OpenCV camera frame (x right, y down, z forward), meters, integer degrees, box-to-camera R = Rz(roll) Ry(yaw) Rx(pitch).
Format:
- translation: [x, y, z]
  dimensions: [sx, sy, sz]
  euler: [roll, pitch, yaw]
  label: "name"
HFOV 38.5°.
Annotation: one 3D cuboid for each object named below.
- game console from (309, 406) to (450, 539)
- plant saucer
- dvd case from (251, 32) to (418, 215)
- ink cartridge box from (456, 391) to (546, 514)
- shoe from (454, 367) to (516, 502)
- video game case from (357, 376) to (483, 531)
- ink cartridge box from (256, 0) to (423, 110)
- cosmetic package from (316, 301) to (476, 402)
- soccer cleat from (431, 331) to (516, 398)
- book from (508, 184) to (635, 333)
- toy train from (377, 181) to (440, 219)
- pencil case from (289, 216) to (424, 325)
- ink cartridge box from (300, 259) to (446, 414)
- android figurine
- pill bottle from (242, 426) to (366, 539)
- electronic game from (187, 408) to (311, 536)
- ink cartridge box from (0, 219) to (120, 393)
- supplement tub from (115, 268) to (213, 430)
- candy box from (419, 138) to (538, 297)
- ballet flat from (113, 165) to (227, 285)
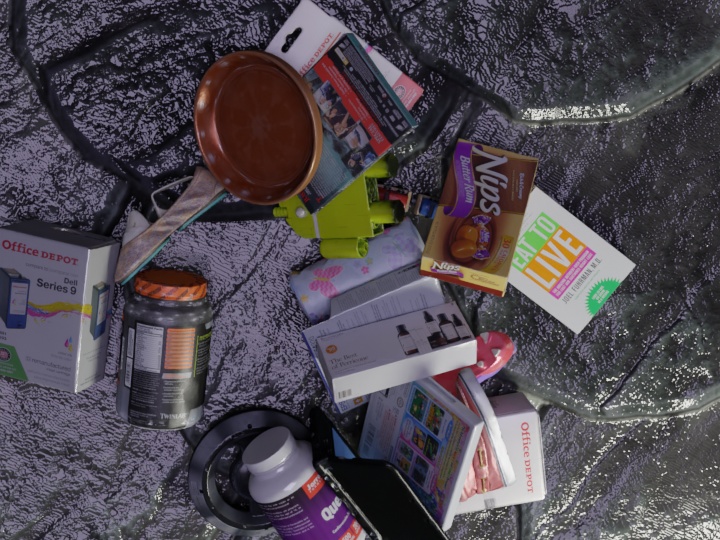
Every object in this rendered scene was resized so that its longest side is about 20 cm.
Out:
- translation: [0.027, 0.286, 1.432]
  dimensions: [0.116, 0.176, 0.200]
  euler: [-26, 123, 11]
  label: "game console"
- translation: [-0.132, -0.186, 1.343]
  dimensions: [0.200, 0.032, 0.201]
  euler: [11, 112, 30]
  label: "plant saucer"
- translation: [-0.037, -0.183, 1.317]
  dimensions: [0.200, 0.022, 0.146]
  euler: [-39, 84, 33]
  label: "dvd case"
- translation: [0.162, 0.273, 1.522]
  dimensions: [0.199, 0.083, 0.147]
  euler: [-9, 104, -4]
  label: "ink cartridge box"
- translation: [0.145, 0.232, 1.421]
  dimensions: [0.091, 0.072, 0.201]
  euler: [-23, 117, -2]
  label: "shoe"
- translation: [0.077, 0.232, 1.423]
  dimensions: [0.024, 0.182, 0.201]
  euler: [-19, 134, -39]
  label: "video game case"
- translation: [-0.031, -0.259, 1.379]
  dimensions: [0.200, 0.068, 0.117]
  euler: [37, 97, -15]
  label: "ink cartridge box"
- translation: [0.048, 0.106, 1.375]
  dimensions: [0.199, 0.083, 0.051]
  euler: [-15, 131, -11]
  label: "cosmetic package"
- translation: [0.137, 0.157, 1.473]
  dimensions: [0.200, 0.076, 0.067]
  euler: [-40, 61, 18]
  label: "soccer cleat"
- translation: [0.279, -0.017, 1.490]
  dimensions: [0.200, 0.048, 0.134]
  euler: [35, 99, -16]
  label: "book"
- translation: [0.045, -0.102, 1.436]
  dimensions: [0.199, 0.046, 0.034]
  euler: [13, 102, -10]
  label: "toy train"
- translation: [0.000, 0.000, 1.435]
  dimensions: [0.199, 0.083, 0.091]
  euler: [-27, 61, 0]
  label: "pencil case"
- translation: [0.030, 0.095, 1.442]
  dimensions: [0.199, 0.043, 0.197]
  euler: [-22, 134, -1]
  label: "ink cartridge box"
- translation: [-0.038, -0.105, 1.381]
  dimensions: [0.199, 0.041, 0.183]
  euler: [1, 107, 30]
  label: "android figurine"
- translation: [-0.082, 0.320, 1.453]
  dimensions: [0.112, 0.112, 0.200]
  euler: [-31, 111, 1]
  label: "pill bottle"
- translation: [-0.153, 0.297, 1.510]
  dimensions: [0.199, 0.042, 0.201]
  euler: [-4, 106, -15]
  label: "electronic game"
- translation: [-0.412, 0.045, 1.377]
  dimensions: [0.145, 0.087, 0.201]
  euler: [13, 101, 12]
  label: "ink cartridge box"
- translation: [-0.267, 0.106, 1.410]
  dimensions: [0.122, 0.123, 0.201]
  euler: [6, 102, -8]
  label: "supplement tub"
- translation: [0.160, -0.073, 1.381]
  dimensions: [0.116, 0.057, 0.201]
  euler: [15, 62, 8]
  label: "candy box"
- translation: [-0.271, -0.067, 1.388]
  dimensions: [0.200, 0.068, 0.067]
  euler: [-44, 100, -17]
  label: "ballet flat"
